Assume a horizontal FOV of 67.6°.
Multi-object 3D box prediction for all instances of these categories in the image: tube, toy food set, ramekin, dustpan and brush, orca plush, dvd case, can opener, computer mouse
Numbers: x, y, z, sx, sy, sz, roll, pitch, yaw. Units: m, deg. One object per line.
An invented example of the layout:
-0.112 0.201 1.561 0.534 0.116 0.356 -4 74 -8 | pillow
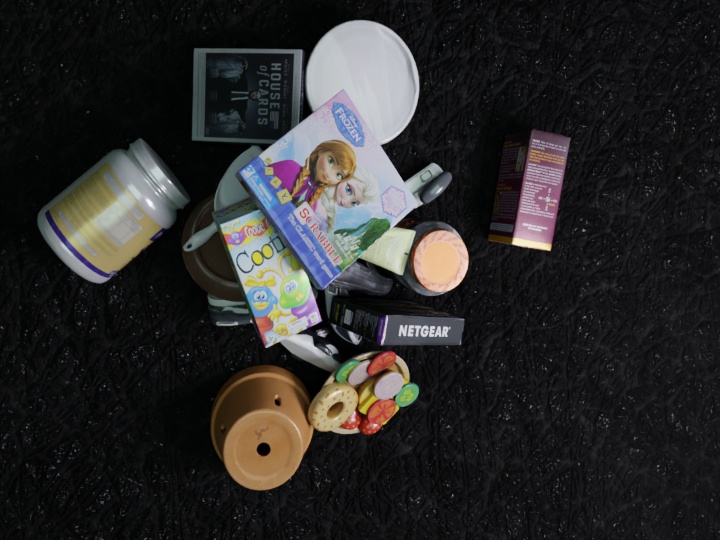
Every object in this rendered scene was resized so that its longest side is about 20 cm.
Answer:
-0.015 -0.055 0.853 0.193 0.058 0.053 17 69 3 | tube
0.009 0.230 0.993 0.199 0.049 0.199 -47 129 8 | toy food set
-0.002 -0.316 0.939 0.195 0.094 0.211 -1 97 -10 | ramekin
-0.213 -0.099 0.898 0.199 0.057 0.141 -39 85 -26 | dustpan and brush
-0.060 0.137 0.997 0.195 0.105 0.073 26 60 -11 | orca plush
-0.190 -0.291 0.905 0.192 0.025 0.156 5 96 12 | dvd case
0.080 -0.128 0.992 0.197 0.067 0.054 -35 101 -6 | can opener
-0.051 0.049 0.981 0.043 0.110 0.205 -16 109 17 | computer mouse

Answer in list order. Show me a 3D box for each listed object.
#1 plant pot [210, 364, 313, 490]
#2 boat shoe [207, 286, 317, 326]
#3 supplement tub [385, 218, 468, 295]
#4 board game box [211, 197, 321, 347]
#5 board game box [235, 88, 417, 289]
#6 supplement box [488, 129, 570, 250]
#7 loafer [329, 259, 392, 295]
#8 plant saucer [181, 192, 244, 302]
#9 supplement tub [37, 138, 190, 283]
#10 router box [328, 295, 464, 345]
-0.173 0.289 0.956 0.192 0.140 0.208 -2 98 -11 | plant pot
-0.174 0.062 0.966 0.192 0.076 0.062 0 117 -8 | boat shoe
0.110 -0.027 0.943 0.118 0.200 0.128 -1 97 -11 | supplement tub
-0.147 -0.005 0.846 0.102 0.103 0.206 -23 112 -15 | board game box
-0.044 -0.116 0.779 0.199 0.041 0.202 -41 103 -15 | board game box
0.314 -0.149 1.015 0.083 0.110 0.208 8 96 -12 | supplement box
0.000 0.000 0.947 0.198 0.067 0.073 13 95 -54 | loafer
-0.208 -0.051 0.925 0.193 0.035 0.208 3 74 -12 | plant saucer
-0.388 -0.097 0.862 0.198 0.145 0.147 -39 102 -4 | supplement tub
0.063 0.087 0.936 0.195 0.147 0.053 6 96 -40 | router box
